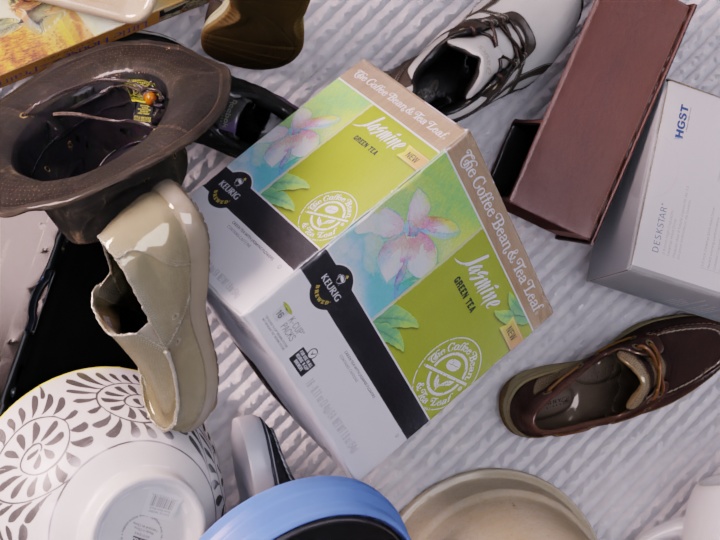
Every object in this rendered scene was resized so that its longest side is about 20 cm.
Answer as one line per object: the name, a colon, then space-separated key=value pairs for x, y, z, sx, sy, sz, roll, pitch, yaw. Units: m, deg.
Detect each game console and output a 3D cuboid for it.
game console: x=-0.235 y=0.018 z=1.177 sx=0.176 sy=0.116 sz=0.200 roll=18 pitch=87 yaw=15

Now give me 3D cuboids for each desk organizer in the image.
desk organizer: x=0.173 y=-0.127 z=1.244 sx=0.077 sy=0.072 sz=0.200 roll=24 pitch=88 yaw=-16

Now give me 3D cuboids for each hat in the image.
hat: x=-0.172 y=-0.072 z=1.070 sx=0.200 sy=0.201 sz=0.081 roll=-22 pitch=127 yaw=-13

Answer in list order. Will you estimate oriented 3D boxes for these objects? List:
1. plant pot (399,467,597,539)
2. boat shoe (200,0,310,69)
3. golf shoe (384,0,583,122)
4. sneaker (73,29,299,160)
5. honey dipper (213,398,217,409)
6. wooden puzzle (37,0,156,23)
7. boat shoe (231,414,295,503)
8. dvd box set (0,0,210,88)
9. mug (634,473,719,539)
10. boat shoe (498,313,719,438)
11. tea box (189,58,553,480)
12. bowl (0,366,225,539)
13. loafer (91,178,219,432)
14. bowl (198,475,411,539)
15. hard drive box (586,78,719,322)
plant pot: x=0.123 y=0.260 z=1.197 sx=0.200 sy=0.183 sz=0.201 roll=-1 pitch=93 yaw=-14
boat shoe: x=-0.066 y=-0.196 z=1.124 sx=0.073 sy=0.200 sz=0.065 roll=12 pitch=75 yaw=-13
golf shoe: x=0.098 y=-0.160 z=1.217 sx=0.200 sy=0.094 sz=0.078 roll=-37 pitch=100 yaw=-12
sneaker: x=-0.114 y=-0.124 z=1.165 sx=0.200 sy=0.088 sz=0.076 roll=19 pitch=88 yaw=-14
honey dipper: x=-0.166 y=0.171 z=1.197 sx=0.038 sy=0.038 sz=0.200 roll=36 pitch=79 yaw=-14
wooden puzzle: x=-0.221 y=-0.281 z=1.117 sx=0.200 sy=0.046 sz=0.186 roll=12 pitch=77 yaw=-4
boat shoe: x=-0.044 y=0.195 z=1.208 sx=0.068 sy=0.072 sz=0.200 roll=-19 pitch=101 yaw=-13
dvd box set: x=-0.225 y=-0.219 z=1.145 sx=0.200 sy=0.029 sz=0.147 roll=-24 pitch=84 yaw=-12
mug: x=0.300 y=0.250 z=1.276 sx=0.200 sy=0.148 sz=0.176 roll=-12 pitch=88 yaw=16
boat shoe: x=0.210 y=0.086 z=1.268 sx=0.200 sy=0.072 sz=0.072 roll=-15 pitch=97 yaw=-15
tea box: x=0.000 y=0.000 z=1.137 sx=0.197 sy=0.134 sz=0.200 roll=-41 pitch=135 yaw=-10
bowl: x=-0.165 y=0.173 z=1.122 sx=0.200 sy=0.094 sz=0.201 roll=-6 pitch=102 yaw=-32
loafer: x=-0.137 y=0.030 z=1.052 sx=0.068 sy=0.076 sz=0.200 roll=-19 pitch=133 yaw=-24
bowl: x=-0.046 y=0.239 z=1.139 sx=0.200 sy=0.039 sz=0.201 roll=-16 pitch=124 yaw=-26
hard drive box: x=0.294 y=-0.042 z=1.269 sx=0.200 sy=0.077 sz=0.156 roll=17 pitch=78 yaw=-15
